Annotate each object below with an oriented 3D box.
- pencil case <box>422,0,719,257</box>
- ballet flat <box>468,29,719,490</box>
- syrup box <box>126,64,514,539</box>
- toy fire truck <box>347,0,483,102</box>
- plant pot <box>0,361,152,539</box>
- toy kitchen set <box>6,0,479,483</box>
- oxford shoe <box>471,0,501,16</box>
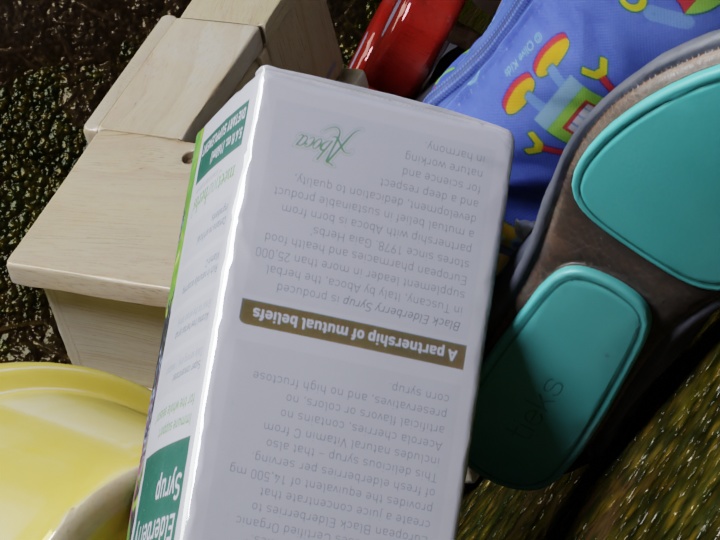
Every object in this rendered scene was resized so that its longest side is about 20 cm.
[{"bbox_3d":[0.083,-0.082,0.815,0.200,0.086,0.078,123,158,-51],"label":"pencil case"},{"bbox_3d":[0.082,-0.016,0.782,0.200,0.073,0.073,-55,3,45],"label":"ballet flat"},{"bbox_3d":[-0.018,0.054,0.797,0.079,0.081,0.201,146,136,-71],"label":"syrup box"},{"bbox_3d":[0.034,-0.034,1.227,0.169,0.112,0.200,-65,6,-12],"label":"toy fire truck"},{"bbox_3d":[-0.088,0.126,0.911,0.201,0.201,0.189,-57,21,-22],"label":"plant pot"},{"bbox_3d":[0.000,0.000,1.100,0.200,0.180,0.164,-60,-33,-38],"label":"toy kitchen set"},{"bbox_3d":[0.081,-0.142,0.996,0.071,0.071,0.200,-33,8,22],"label":"oxford shoe"}]
